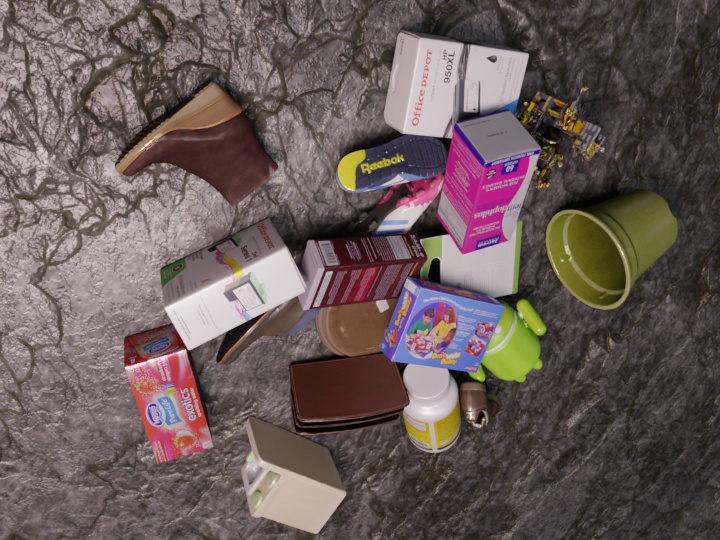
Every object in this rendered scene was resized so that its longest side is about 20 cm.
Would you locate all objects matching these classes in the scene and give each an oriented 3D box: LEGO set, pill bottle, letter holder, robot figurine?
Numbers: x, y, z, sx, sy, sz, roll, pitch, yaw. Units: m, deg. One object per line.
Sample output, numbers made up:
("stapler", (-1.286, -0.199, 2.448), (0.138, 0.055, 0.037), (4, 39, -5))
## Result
("LEGO set", (0.336, -0.207, 1.101), (0.155, 0.115, 0.200), (-57, 151, 1))
("pill bottle", (0.132, 0.252, 1.239), (0.111, 0.113, 0.202), (-24, 141, -9))
("letter holder", (-0.021, 0.241, 1.169), (0.196, 0.143, 0.102), (-6, 124, -11))
("robot figurine", (0.271, 0.133, 1.270), (0.175, 0.116, 0.200), (-39, 122, 14))

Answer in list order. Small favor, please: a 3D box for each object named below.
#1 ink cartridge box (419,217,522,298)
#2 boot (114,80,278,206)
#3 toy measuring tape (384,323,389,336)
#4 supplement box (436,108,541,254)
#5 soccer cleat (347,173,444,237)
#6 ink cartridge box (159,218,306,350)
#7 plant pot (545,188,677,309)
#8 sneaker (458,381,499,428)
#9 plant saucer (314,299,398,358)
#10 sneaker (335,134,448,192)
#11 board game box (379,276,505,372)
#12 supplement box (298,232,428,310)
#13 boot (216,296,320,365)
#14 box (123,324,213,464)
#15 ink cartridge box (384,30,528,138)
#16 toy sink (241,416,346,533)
("ink cartridge box", (0.187, -0.021, 1.191), (0.196, 0.076, 0.150), (-10, 117, -15))
("boot", (-0.236, -0.156, 0.962), (0.199, 0.072, 0.167), (-38, 119, -5))
("toy measuring tape", (0.119, 0.123, 1.208), (0.198, 0.074, 0.074), (17, 107, -37))
("supplement box", (0.199, -0.138, 1.053), (0.100, 0.104, 0.202), (-16, 144, -17))
("soccer cleat", (0.065, -0.095, 1.121), (0.199, 0.070, 0.087), (-38, 137, 1))
("ink cartridge box", (-0.199, 0.015, 1.013), (0.197, 0.145, 0.085), (-26, 119, -8))
("plant pot", (0.487, -0.058, 1.240), (0.182, 0.200, 0.203), (-27, 121, -21))
("sneaker", (0.232, 0.280, 1.308), (0.069, 0.077, 0.200), (-4, 156, 24))
("plant saucer", (0.013, 0.077, 1.195), (0.196, 0.029, 0.204), (-8, 115, -18))
("sneaker", (0.048, -0.172, 1.066), (0.196, 0.082, 0.075), (-12, 89, -16))
("board game box", (0.144, 0.098, 1.133), (0.197, 0.045, 0.136), (13, 106, -33))
("supplement box", (0.000, 0.000, 1.072), (0.197, 0.062, 0.110), (-5, 143, -26))
("boot", (-0.153, 0.100, 1.112), (0.097, 0.075, 0.201), (39, 94, -28))
("box", (-0.316, 0.203, 1.083), (0.098, 0.096, 0.203), (-14, 118, -14))
("ink cartridge box", (0.151, -0.290, 1.046), (0.196, 0.084, 0.147), (0, 114, -21))
("toy sink", (-0.147, 0.381, 1.212), (0.199, 0.131, 0.113), (31, 100, -31))
